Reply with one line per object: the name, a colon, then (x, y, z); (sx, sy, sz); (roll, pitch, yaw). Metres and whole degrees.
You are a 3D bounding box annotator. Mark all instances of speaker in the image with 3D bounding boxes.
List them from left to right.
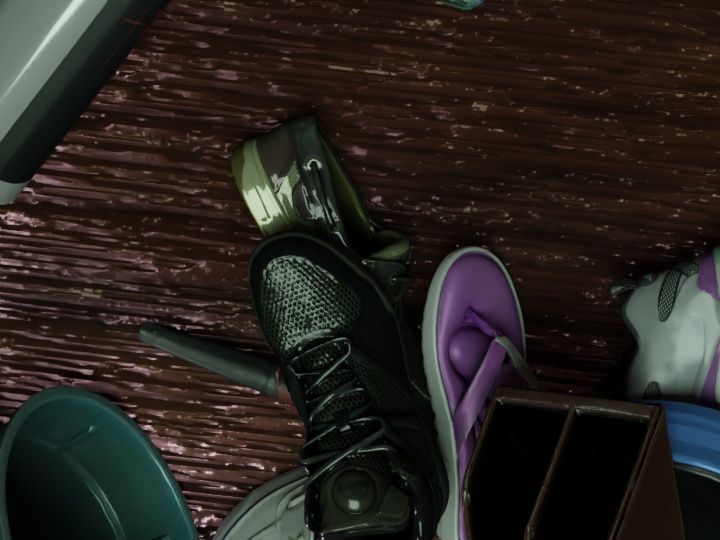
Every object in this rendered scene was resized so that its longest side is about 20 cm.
speaker: (-0.170, -0.135, 0.969); (0.081, 0.081, 0.200); (38, 110, -13)

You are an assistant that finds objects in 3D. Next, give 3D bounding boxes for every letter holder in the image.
letter holder: (0.120, 0.189, 0.981); (0.100, 0.143, 0.201); (5, 136, 24)

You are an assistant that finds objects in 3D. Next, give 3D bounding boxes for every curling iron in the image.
curling iron: (-0.046, 0.071, 1.061); (0.198, 0.050, 0.026); (24, 103, 11)

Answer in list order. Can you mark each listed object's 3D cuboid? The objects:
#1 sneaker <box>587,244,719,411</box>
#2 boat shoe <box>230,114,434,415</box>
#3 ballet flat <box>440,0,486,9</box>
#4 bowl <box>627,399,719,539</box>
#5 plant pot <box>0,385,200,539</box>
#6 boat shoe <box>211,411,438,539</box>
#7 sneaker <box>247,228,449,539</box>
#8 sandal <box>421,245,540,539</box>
sneaker: (0.202, 0.085, 1.054); (0.138, 0.078, 0.202); (-13, 106, 13)
boat shoe: (0.000, -0.001, 1.023); (0.066, 0.072, 0.202); (-29, 105, 20)
ballet flat: (0.054, -0.235, 0.917); (0.073, 0.074, 0.202); (-6, 113, 6)
bowl: (0.196, 0.161, 1.052); (0.199, 0.040, 0.202); (16, 140, 14)
plant pot: (-0.230, 0.201, 1.070); (0.195, 0.201, 0.201); (-25, 111, 22)
boat shoe: (-0.017, 0.165, 1.100); (0.199, 0.066, 0.072); (-28, 110, 14)
sneaker: (-0.007, 0.076, 0.957); (0.076, 0.114, 0.201); (-19, 102, 9)
sandal: (0.083, 0.086, 1.038); (0.050, 0.082, 0.205); (5, 102, 46)
